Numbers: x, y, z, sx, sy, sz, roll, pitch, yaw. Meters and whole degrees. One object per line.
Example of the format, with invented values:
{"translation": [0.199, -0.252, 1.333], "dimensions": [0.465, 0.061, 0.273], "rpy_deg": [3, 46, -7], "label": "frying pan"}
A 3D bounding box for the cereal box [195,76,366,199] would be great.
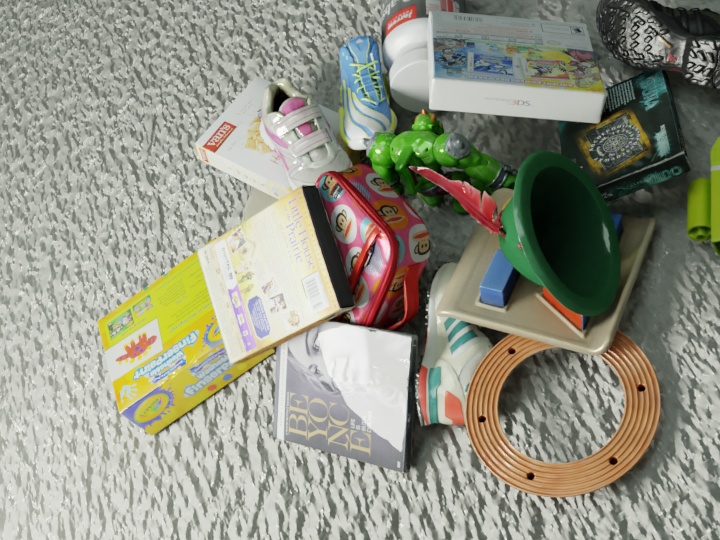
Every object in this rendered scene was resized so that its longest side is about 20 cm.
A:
{"translation": [-0.100, -0.168, 1.583], "dimensions": [0.199, 0.040, 0.144], "rpy_deg": [27, 62, 23], "label": "cereal box"}

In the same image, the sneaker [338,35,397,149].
{"translation": [-0.002, -0.235, 1.526], "dimensions": [0.075, 0.106, 0.201], "rpy_deg": [-14, 31, 4], "label": "sneaker"}

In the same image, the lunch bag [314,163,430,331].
{"translation": [0.000, 0.000, 1.363], "dimensions": [0.176, 0.081, 0.201], "rpy_deg": [48, 134, 29], "label": "lunch bag"}

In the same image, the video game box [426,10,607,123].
{"translation": [0.178, -0.242, 1.404], "dimensions": [0.198, 0.047, 0.183], "rpy_deg": [5, 34, -1], "label": "video game box"}

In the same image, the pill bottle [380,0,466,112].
{"translation": [0.084, -0.314, 1.567], "dimensions": [0.115, 0.116, 0.202], "rpy_deg": [-18, 51, 23], "label": "pill bottle"}

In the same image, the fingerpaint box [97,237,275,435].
{"translation": [-0.226, 0.085, 1.530], "dimensions": [0.199, 0.073, 0.167], "rpy_deg": [-35, 46, 8], "label": "fingerpaint box"}

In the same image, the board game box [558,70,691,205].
{"translation": [0.289, -0.148, 1.330], "dimensions": [0.134, 0.028, 0.201], "rpy_deg": [-21, 31, 21], "label": "board game box"}

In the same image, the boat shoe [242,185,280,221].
{"translation": [-0.120, -0.104, 1.612], "dimensions": [0.066, 0.057, 0.202], "rpy_deg": [-22, 55, 24], "label": "boat shoe"}

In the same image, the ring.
{"translation": [0.204, 0.138, 1.213], "dimensions": [0.198, 0.019, 0.202], "rpy_deg": [-9, 56, 14], "label": "ring"}

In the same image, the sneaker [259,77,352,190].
{"translation": [-0.075, -0.167, 1.495], "dimensions": [0.081, 0.089, 0.200], "rpy_deg": [-30, 53, -15], "label": "sneaker"}

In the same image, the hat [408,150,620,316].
{"translation": [0.154, -0.022, 1.248], "dimensions": [0.175, 0.165, 0.202], "rpy_deg": [-25, 41, 41], "label": "hat"}

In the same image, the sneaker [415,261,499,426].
{"translation": [0.116, 0.082, 1.316], "dimensions": [0.092, 0.071, 0.201], "rpy_deg": [3, 55, 11], "label": "sneaker"}

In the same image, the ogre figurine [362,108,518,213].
{"translation": [0.087, -0.123, 1.429], "dimensions": [0.199, 0.120, 0.098], "rpy_deg": [28, 77, 42], "label": "ogre figurine"}

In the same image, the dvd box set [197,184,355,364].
{"translation": [-0.101, 0.008, 1.368], "dimensions": [0.199, 0.029, 0.148], "rpy_deg": [-28, 76, 41], "label": "dvd box set"}

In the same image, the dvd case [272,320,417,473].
{"translation": [-0.022, 0.133, 1.339], "dimensions": [0.199, 0.016, 0.151], "rpy_deg": [8, 98, 40], "label": "dvd case"}

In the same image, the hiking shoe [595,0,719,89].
{"translation": [0.364, -0.266, 1.368], "dimensions": [0.199, 0.076, 0.100], "rpy_deg": [35, 38, 32], "label": "hiking shoe"}

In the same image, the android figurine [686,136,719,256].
{"translation": [0.424, -0.083, 1.225], "dimensions": [0.180, 0.041, 0.202], "rpy_deg": [-11, 55, 29], "label": "android figurine"}

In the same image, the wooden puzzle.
{"translation": [0.198, -0.011, 1.283], "dimensions": [0.198, 0.046, 0.186], "rpy_deg": [11, 56, 26], "label": "wooden puzzle"}
